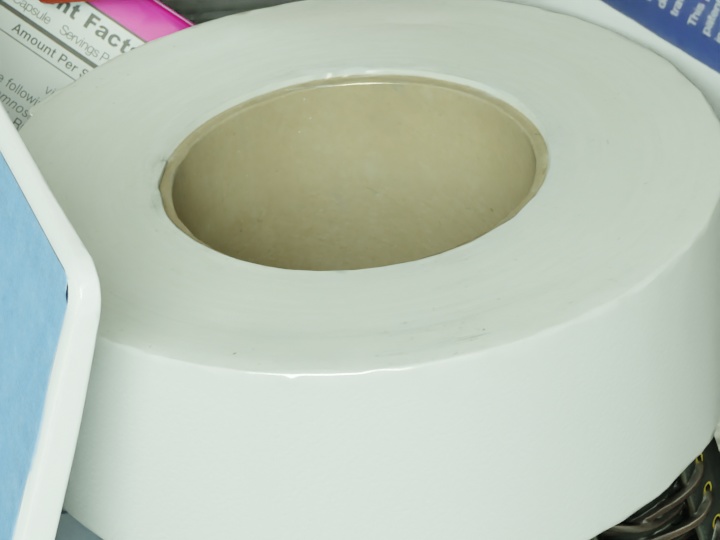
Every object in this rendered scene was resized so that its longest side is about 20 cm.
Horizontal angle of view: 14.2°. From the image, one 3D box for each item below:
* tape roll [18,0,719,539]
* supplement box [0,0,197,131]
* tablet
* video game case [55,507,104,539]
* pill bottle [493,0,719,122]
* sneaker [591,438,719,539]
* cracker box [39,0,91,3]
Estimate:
[{"bbox_3d":[0.000,0.000,0.782,0.201,0.203,0.071,-3,123,4],"label":"tape roll"},{"bbox_3d":[-0.125,-0.007,0.910,0.103,0.101,0.200,35,90,7],"label":"supplement box"},{"bbox_3d":[-0.112,0.000,0.759,0.014,0.200,0.131,-1,124,-27],"label":"tablet"},{"bbox_3d":[-0.133,0.064,0.795,0.199,0.143,0.019,-4,129,1],"label":"video game case"},{"bbox_3d":[0.107,-0.084,0.861,0.200,0.111,0.111,36,91,35],"label":"pill bottle"},{"bbox_3d":[0.086,0.092,0.888,0.074,0.106,0.201,-19,88,3],"label":"sneaker"},{"bbox_3d":[-0.062,-0.140,0.756,0.133,0.200,0.058,-2,68,20],"label":"cracker box"}]
